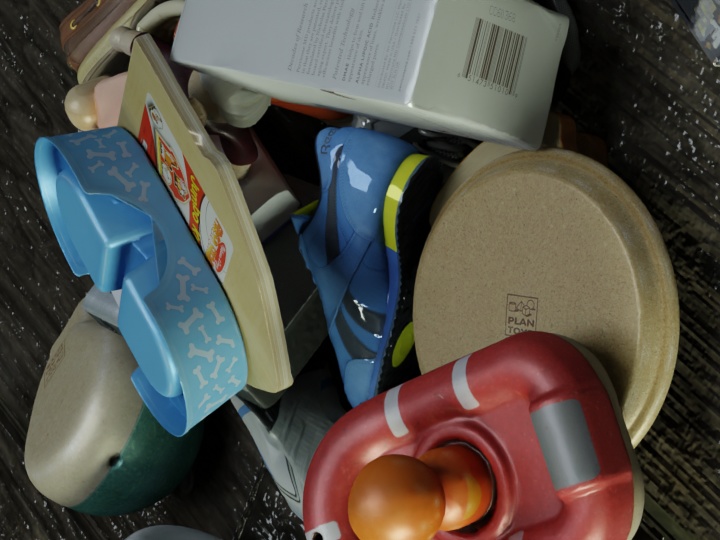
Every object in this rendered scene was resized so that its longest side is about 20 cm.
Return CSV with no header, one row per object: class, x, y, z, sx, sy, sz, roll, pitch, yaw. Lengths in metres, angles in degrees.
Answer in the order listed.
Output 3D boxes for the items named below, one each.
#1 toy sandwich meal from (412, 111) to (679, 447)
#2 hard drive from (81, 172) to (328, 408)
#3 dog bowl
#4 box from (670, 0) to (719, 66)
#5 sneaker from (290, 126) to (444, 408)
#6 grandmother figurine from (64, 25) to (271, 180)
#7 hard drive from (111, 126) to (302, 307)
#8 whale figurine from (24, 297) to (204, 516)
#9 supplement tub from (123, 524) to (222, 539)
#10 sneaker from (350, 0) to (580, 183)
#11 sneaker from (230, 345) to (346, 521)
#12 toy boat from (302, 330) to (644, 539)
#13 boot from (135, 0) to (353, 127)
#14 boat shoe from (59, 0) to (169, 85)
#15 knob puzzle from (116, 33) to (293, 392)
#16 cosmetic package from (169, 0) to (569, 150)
toy sandwich meal,0.108,0.020,1.468,0.204,0.070,0.207,1,91,42
hard drive,-0.078,0.001,1.683,0.140,0.033,0.200,-53,37,-12
dog bowl,-0.129,0.001,1.576,0.201,0.049,0.112,60,160,19
box,0.212,-0.228,1.358,0.200,0.049,0.162,-55,50,35
sneaker,0.000,0.000,1.558,0.078,0.066,0.201,21,133,21
grandmother figurine,-0.110,-0.101,1.639,0.061,0.121,0.200,-59,19,-20
hard drive,-0.123,-0.053,1.728,0.132,0.025,0.200,-40,37,5
whale figurine,-0.165,0.089,1.813,0.160,0.103,0.200,-58,21,14
supplement tub,-0.141,0.275,1.726,0.123,0.122,0.201,56,128,39
sneaker,0.065,-0.099,1.526,0.115,0.075,0.201,36,115,46
sneaker,-0.033,0.108,1.645,0.200,0.071,0.073,-124,24,-47
toy boat,0.042,0.116,1.394,0.200,0.130,0.131,-26,78,40
boot,-0.059,-0.134,1.666,0.200,0.107,0.076,10,93,51
boat shoe,-0.130,-0.201,1.758,0.200,0.072,0.068,-45,66,21
knob puzzle,-0.083,-0.020,1.551,0.220,0.030,0.220,52,156,35
cosmetic package,0.003,-0.128,1.472,0.199,0.113,0.082,12,87,46
